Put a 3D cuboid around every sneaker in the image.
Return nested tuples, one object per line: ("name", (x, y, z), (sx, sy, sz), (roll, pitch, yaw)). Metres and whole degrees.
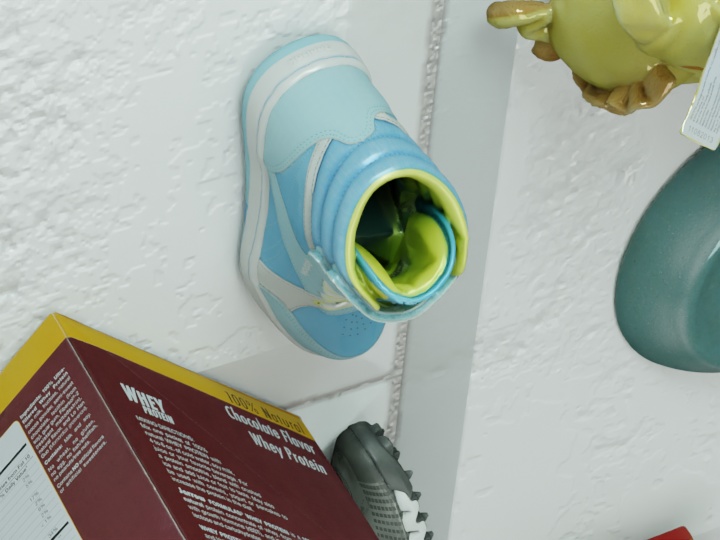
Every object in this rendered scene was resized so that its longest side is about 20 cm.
("sneaker", (-0.012, 0.167, 1.439), (0.090, 0.067, 0.201), (-23, 141, -19))
("sneaker", (0.000, 0.000, 1.234), (0.079, 0.131, 0.201), (-25, 140, -14))

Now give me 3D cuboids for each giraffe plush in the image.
("giraffe plush", (0.155, -0.133, 1.200), (0.173, 0.162, 0.200), (43, 70, -16))

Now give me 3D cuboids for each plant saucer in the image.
("plant saucer", (0.238, -0.010, 1.469), (0.199, 0.036, 0.201), (-20, 138, -19))

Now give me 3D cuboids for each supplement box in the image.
("supplement box", (-0.088, 0.157, 1.268), (0.133, 0.200, 0.197), (-48, 139, 14))

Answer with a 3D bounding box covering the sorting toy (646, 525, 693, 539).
("sorting toy", (0.139, 0.262, 1.639), (0.198, 0.070, 0.201), (-19, 138, -20))
